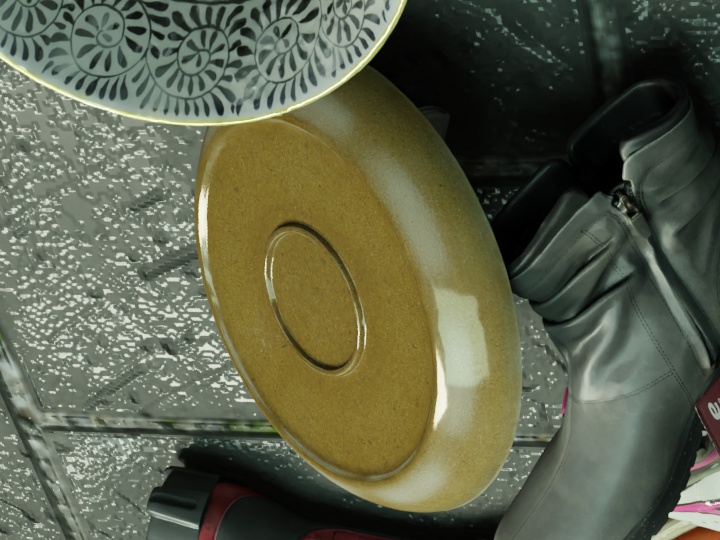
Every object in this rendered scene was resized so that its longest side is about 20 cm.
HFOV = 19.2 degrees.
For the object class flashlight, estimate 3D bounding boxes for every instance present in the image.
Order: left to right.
[{"bbox_3d":[-0.008,0.147,1.053,0.198,0.068,0.068,10,141,10],"label":"flashlight"}]

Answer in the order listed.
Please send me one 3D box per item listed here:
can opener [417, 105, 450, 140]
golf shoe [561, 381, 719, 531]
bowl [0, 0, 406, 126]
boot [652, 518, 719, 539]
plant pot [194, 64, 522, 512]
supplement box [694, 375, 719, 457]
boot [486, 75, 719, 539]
[{"bbox_3d":[0.000,0.000,0.928,0.066,0.052,0.201,40,143,29],"label":"can opener"},{"bbox_3d":[0.190,0.079,0.926,0.198,0.073,0.092,7,154,20],"label":"golf shoe"},{"bbox_3d":[-0.066,-0.158,0.753,0.199,0.095,0.202,10,136,9],"label":"bowl"},{"bbox_3d":[0.198,0.158,0.969,0.199,0.108,0.075,-14,130,31],"label":"boot"},{"bbox_3d":[-0.011,0.009,0.862,0.200,0.027,0.202,33,135,41],"label":"plant pot"},{"bbox_3d":[0.221,0.011,0.775,0.108,0.061,0.201,-2,142,-33],"label":"supplement box"},{"bbox_3d":[0.087,0.028,0.839,0.131,0.070,0.201,34,91,-35],"label":"boot"}]
